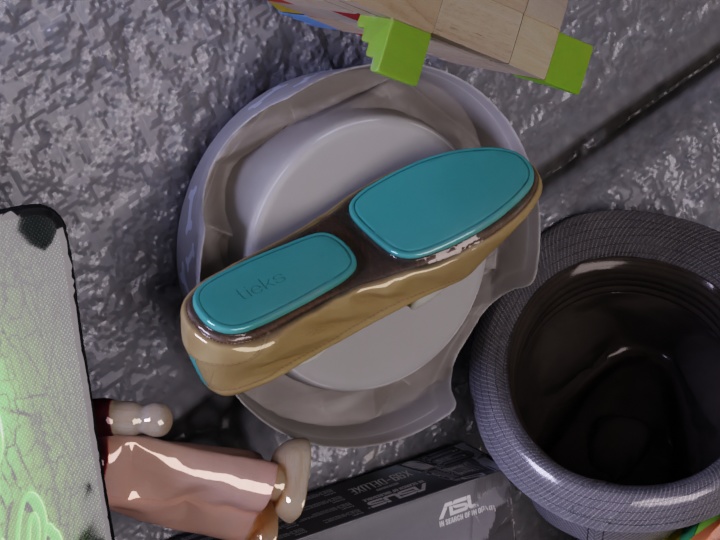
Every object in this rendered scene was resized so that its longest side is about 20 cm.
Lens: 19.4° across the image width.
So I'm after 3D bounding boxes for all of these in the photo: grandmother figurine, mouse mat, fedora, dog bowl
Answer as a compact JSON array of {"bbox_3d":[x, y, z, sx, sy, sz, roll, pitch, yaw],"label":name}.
[{"bbox_3d":[-0.132,0.096,1.031,0.199,0.061,0.122,16,124,-22],"label":"grandmother figurine"},{"bbox_3d":[-0.193,0.080,0.943,0.160,0.008,0.201,-14,104,-27],"label":"mouse mat"},{"bbox_3d":[0.147,0.073,1.155,0.176,0.201,0.091,8,142,6],"label":"fedora"},{"bbox_3d":[-0.005,-0.012,1.086,0.199,0.059,0.201,-9,107,-28],"label":"dog bowl"}]

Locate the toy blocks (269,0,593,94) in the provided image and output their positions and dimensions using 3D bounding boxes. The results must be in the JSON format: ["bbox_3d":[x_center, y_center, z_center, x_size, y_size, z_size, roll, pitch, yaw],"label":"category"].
[{"bbox_3d":[0.000,-0.145,1.015,0.199,0.136,0.100,16,91,-39],"label":"toy blocks"}]

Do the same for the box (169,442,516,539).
[{"bbox_3d":[-0.007,0.198,1.144,0.199,0.050,0.159,-15,111,-25],"label":"box"}]

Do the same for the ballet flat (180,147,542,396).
[{"bbox_3d":[0.000,0.000,1.032,0.199,0.069,0.063,-24,142,-20],"label":"ballet flat"}]

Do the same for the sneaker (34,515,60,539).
[{"bbox_3d":[-0.227,0.156,0.982,0.199,0.077,0.082,-17,119,-21],"label":"sneaker"}]

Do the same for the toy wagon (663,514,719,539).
[{"bbox_3d":[0.192,0.143,1.196,0.040,0.155,0.200,45,34,-6],"label":"toy wagon"}]
